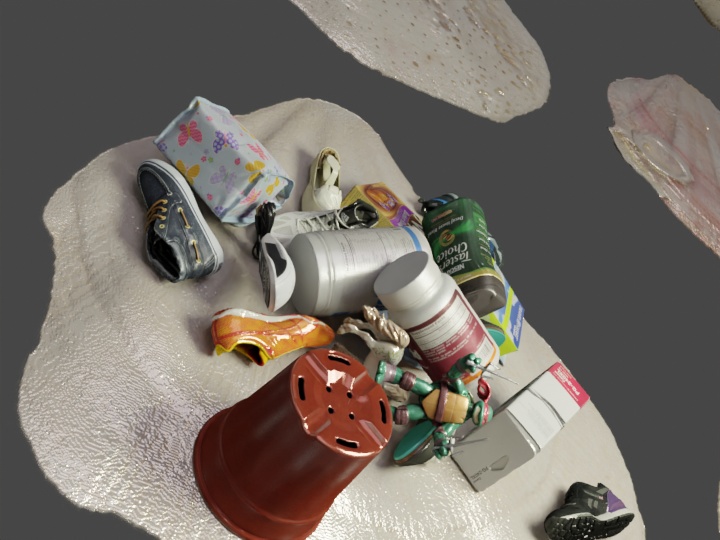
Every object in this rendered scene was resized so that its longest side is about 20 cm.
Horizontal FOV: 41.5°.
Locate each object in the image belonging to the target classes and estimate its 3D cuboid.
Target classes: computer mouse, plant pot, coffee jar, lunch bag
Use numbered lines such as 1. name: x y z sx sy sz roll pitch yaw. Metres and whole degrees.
1. computer mouse: -0.124 -0.012 1.383 0.044 0.110 0.200 0 36 -15
2. plant pot: -0.073 0.209 1.178 0.200 0.195 0.201 26 40 -24
3. coffee jar: 0.169 -0.014 1.549 0.085 0.104 0.201 38 33 -49
4. lunch bag: -0.202 -0.161 1.474 0.170 0.127 0.200 48 12 6

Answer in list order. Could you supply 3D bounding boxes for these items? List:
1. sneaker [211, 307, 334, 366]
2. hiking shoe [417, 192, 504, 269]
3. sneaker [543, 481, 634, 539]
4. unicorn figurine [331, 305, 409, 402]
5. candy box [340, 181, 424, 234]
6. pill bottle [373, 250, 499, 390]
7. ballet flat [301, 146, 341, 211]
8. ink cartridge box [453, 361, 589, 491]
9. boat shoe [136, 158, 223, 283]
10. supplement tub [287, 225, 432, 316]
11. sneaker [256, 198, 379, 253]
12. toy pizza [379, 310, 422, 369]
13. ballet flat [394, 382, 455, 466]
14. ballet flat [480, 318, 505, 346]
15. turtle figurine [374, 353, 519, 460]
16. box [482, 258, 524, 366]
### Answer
1. sneaker: -0.125 0.100 1.358 0.199 0.073 0.077 5 72 -35
2. hiking shoe: 0.188 -0.061 1.801 0.087 0.075 0.200 -12 54 -40
3. sneaker: 0.347 0.384 1.524 0.200 0.076 0.088 10 34 -42
4. unicorn figurine: 0.022 0.137 1.406 0.137 0.200 0.074 24 60 2
5. candy box: 0.067 -0.067 1.663 0.200 0.056 0.117 47 25 12
6. pill bottle: 0.111 0.076 1.404 0.200 0.114 0.114 54 32 -23
7. ballet flat: -0.061 -0.140 1.637 0.069 0.069 0.200 25 41 -24
8. ink cartridge box: 0.250 0.243 1.490 0.083 0.145 0.200 52 37 10
9. boat shoe: -0.280 -0.074 1.360 0.200 0.071 0.091 55 34 11
10. supplement tub: 0.000 0.000 1.467 0.199 0.132 0.132 -5 57 -25
11. sneaker: -0.060 -0.080 1.511 0.200 0.115 0.076 -9 75 -32
12. toy pizza: 0.078 0.082 1.580 0.200 0.032 0.201 26 41 -25
13. ballet flat: 0.112 0.240 1.422 0.068 0.068 0.200 52 36 -12
14. ballet flat: 0.161 0.103 1.562 0.200 0.068 0.068 -4 49 -46
15. turtle figurine: 0.115 0.191 1.335 0.199 0.101 0.150 9 77 2
16. box: 0.231 0.056 1.679 0.200 0.048 0.122 54 32 -23
